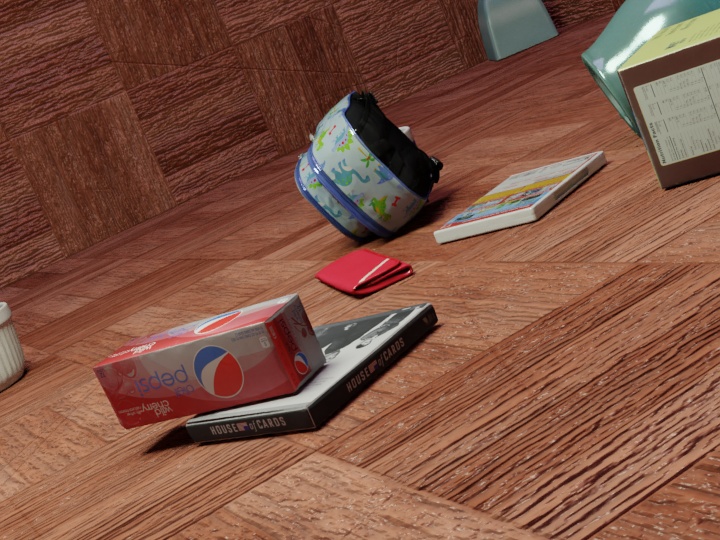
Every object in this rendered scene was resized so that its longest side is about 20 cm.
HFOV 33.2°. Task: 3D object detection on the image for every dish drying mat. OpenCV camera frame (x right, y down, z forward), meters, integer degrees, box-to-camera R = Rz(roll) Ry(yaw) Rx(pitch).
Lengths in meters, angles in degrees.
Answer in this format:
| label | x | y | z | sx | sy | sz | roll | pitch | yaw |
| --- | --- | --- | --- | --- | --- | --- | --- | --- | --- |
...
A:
| label | x | y | z | sx | sy | sz | roll | pitch | yaw |
| --- | --- | --- | --- | --- | --- | --- | --- | --- | --- |
| dish drying mat | 0.000 | 0.000 | 1.430 | 0.077 | 0.018 | 0.200 | -26 | 12 | -11 |

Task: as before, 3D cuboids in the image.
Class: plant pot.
| label | x | y | z | sx | sy | sz | roll | pitch | yaw |
| --- | --- | --- | --- | --- | --- | --- | --- | --- | --- |
| plant pot | 0.392 | -0.273 | 1.526 | 0.188 | 0.200 | 0.200 | -37 | 9 | 10 |
| plant pot | 0.442 | -0.749 | 3.564 | 0.196 | 0.200 | 0.196 | -23 | 11 | 2 |

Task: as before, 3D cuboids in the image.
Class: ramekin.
| label | x | y | z | sx | sy | sz | roll | pitch | yaw |
| --- | --- | --- | --- | --- | --- | --- | --- | --- | --- |
| ramekin | -0.576 | 0.135 | 1.726 | 0.200 | 0.105 | 0.200 | -23 | 12 | 5 |

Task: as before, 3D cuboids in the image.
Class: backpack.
| label | x | y | z | sx | sy | sz | roll | pitch | yaw |
| --- | --- | --- | --- | --- | --- | --- | --- | --- | --- |
| backpack | 0.005 | -0.129 | 1.631 | 0.147 | 0.183 | 0.200 | -44 | 9 | 16 |

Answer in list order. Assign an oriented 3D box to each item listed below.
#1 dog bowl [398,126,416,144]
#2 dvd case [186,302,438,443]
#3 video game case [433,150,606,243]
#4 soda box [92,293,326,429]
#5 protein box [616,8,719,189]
| label | x | y | z | sx | sy | sz | roll | pitch | yaw |
| --- | --- | --- | --- | --- | --- | --- | --- | --- | --- |
| dog bowl | 0.005 | -0.171 | 2.056 | 0.200 | 0.079 | 0.200 | -22 | 11 | 4 |
| dvd case | -0.040 | 0.090 | 1.078 | 0.150 | 0.025 | 0.200 | -13 | 16 | 40 |
| video game case | 0.195 | -0.089 | 1.460 | 0.143 | 0.017 | 0.200 | -13 | 15 | 40 |
| soda box | -0.134 | 0.082 | 1.058 | 0.200 | 0.070 | 0.063 | -16 | 14 | 31 |
| protein box | 0.404 | -0.200 | 1.257 | 0.200 | 0.135 | 0.199 | -16 | 14 | 31 |
